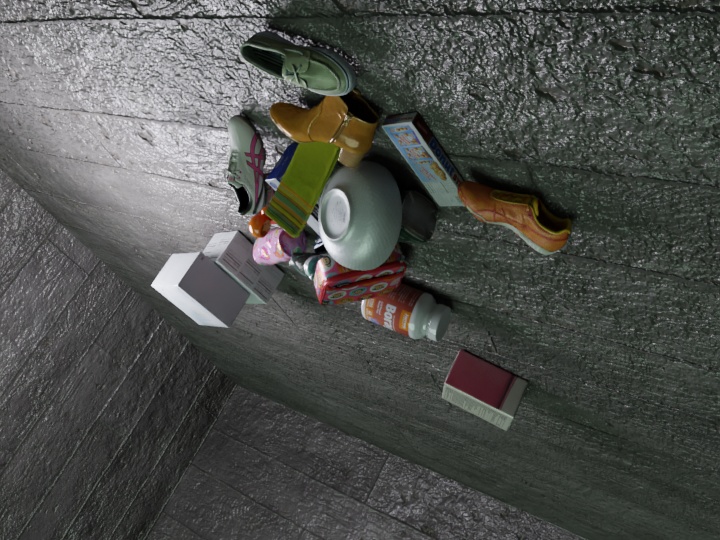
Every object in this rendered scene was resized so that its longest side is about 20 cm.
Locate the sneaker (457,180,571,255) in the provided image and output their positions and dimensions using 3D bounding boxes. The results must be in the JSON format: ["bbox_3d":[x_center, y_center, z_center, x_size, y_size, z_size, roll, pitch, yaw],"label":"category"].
[{"bbox_3d":[0.253,-0.104,1.136,0.197,0.073,0.078,26,136,4],"label":"sneaker"}]

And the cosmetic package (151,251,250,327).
[{"bbox_3d":[-0.459,0.057,1.989,0.199,0.124,0.198,44,153,-28],"label":"cosmetic package"}]

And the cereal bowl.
[{"bbox_3d":[-0.017,-0.102,1.277,0.082,0.205,0.198,1,180,-39],"label":"cereal bowl"}]

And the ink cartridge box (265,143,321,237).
[{"bbox_3d":[-0.095,-0.154,1.416,0.044,0.095,0.200,1,142,50],"label":"ink cartridge box"}]

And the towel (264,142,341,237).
[{"bbox_3d":[-0.110,-0.168,1.313,0.085,0.202,0.018,35,-157,13],"label":"towel"}]

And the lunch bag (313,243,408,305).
[{"bbox_3d":[0.000,0.000,1.508,0.177,0.196,0.083,110,145,-64],"label":"lunch bag"}]

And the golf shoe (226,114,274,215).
[{"bbox_3d":[-0.236,-0.212,1.414,0.071,0.092,0.204,5,119,36],"label":"golf shoe"}]

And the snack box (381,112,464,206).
[{"bbox_3d":[0.116,-0.183,1.177,0.071,0.025,0.200,6,147,47],"label":"snack box"}]

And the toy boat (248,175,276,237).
[{"bbox_3d":[-0.202,-0.131,1.552,0.198,0.132,0.131,5,147,48],"label":"toy boat"}]

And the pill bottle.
[{"bbox_3d":[0.109,0.094,1.644,0.197,0.113,0.113,20,156,25],"label":"pill bottle"}]

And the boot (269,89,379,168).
[{"bbox_3d":[-0.062,-0.271,1.186,0.199,0.071,0.145,32,149,4],"label":"boot"}]

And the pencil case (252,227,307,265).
[{"bbox_3d":[-0.207,-0.062,1.771,0.087,0.088,0.199,39,157,-19],"label":"pencil case"}]

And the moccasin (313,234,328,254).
[{"bbox_3d":[-0.031,-0.056,1.570,0.080,0.069,0.198,43,155,-28],"label":"moccasin"}]

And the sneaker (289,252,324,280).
[{"bbox_3d":[-0.104,-0.011,1.698,0.090,0.079,0.199,18,176,26],"label":"sneaker"}]

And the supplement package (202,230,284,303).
[{"bbox_3d":[-0.352,-0.006,2.026,0.200,0.112,0.154,45,154,-28],"label":"supplement package"}]

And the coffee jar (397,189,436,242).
[{"bbox_3d":[0.047,-0.102,1.346,0.103,0.087,0.198,28,163,-37],"label":"coffee jar"}]

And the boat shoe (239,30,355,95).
[{"bbox_3d":[-0.102,-0.320,1.097,0.197,0.062,0.073,24,133,19],"label":"boat shoe"}]

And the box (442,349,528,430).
[{"bbox_3d":[0.325,0.315,1.829,0.197,0.110,0.129,25,157,14],"label":"box"}]
